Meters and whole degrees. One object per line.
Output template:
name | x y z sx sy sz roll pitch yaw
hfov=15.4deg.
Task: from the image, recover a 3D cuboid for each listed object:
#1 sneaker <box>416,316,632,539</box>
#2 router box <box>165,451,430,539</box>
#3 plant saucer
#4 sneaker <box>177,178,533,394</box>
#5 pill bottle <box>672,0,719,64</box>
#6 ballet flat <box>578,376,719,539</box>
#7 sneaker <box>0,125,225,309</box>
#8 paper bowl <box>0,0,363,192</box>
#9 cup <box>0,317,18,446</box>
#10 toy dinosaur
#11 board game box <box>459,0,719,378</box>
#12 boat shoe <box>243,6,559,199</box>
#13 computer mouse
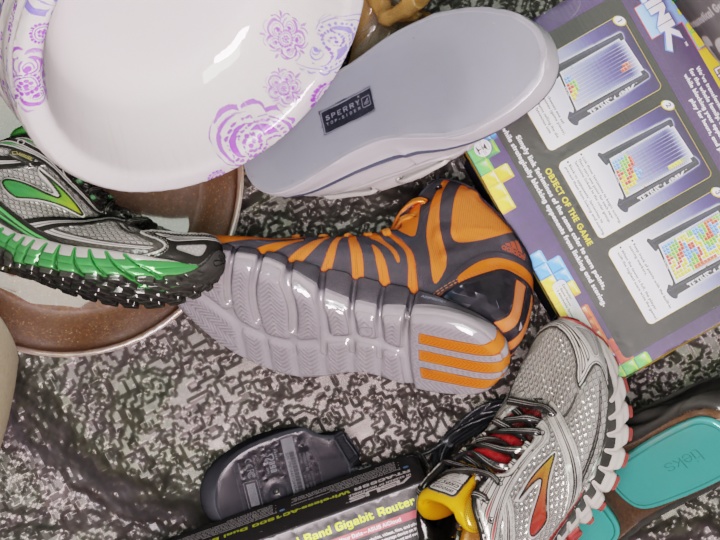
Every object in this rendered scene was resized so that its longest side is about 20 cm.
sneaker | 0.078 0.115 1.390 0.082 0.078 0.200 32 71 -34
router box | -0.033 0.204 1.455 0.200 0.062 0.150 -19 103 0
plant saucer | -0.164 -0.051 1.496 0.200 0.037 0.201 0 88 2
sneaker | 0.000 0.000 1.460 0.199 0.078 0.112 14 47 12
pill bottle | 0.217 -0.166 1.410 0.113 0.113 0.200 -37 91 0
ballet flat | 0.140 0.111 1.459 0.200 0.068 0.068 -25 108 33
sneaker | -0.162 -0.035 1.423 0.200 0.078 0.085 18 84 18
paper bowl | -0.105 -0.149 1.384 0.201 0.201 0.104 -40 47 -1
cup | -0.267 0.067 1.431 0.200 0.200 0.143 41 64 2
toy dinosaur | 0.011 -0.135 1.489 0.060 0.106 0.201 20 85 -35
board game box | 0.153 -0.058 1.480 0.165 0.057 0.200 -29 87 -2
boat shoe | 0.030 -0.087 1.428 0.200 0.065 0.074 -15 73 35
computer mouse | 0.007 0.104 1.491 0.199 0.034 0.059 -12 102 -5
